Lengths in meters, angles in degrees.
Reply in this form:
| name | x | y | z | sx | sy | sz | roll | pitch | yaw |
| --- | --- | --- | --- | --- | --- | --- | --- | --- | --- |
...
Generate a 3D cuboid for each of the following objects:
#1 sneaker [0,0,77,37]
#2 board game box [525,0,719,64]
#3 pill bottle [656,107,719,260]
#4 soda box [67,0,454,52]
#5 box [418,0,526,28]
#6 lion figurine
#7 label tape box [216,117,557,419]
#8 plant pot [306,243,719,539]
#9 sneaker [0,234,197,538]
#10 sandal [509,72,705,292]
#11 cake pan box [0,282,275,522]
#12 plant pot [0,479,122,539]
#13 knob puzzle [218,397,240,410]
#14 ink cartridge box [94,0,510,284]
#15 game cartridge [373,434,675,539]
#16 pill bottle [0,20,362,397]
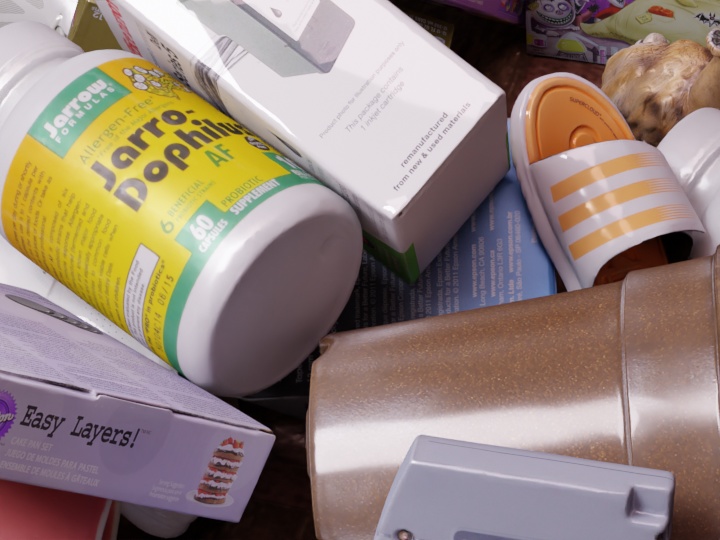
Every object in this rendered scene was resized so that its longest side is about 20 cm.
| name | x | y | z | sx | sy | sz | roll | pitch | yaw |
| --- | --- | --- | --- | --- | --- | --- | --- | --- | --- |
| sneaker | -0.139 | -0.119 | 1.673 | 0.200 | 0.076 | 0.115 | 5 | 45 | 5 |
| board game box | 0.191 | -0.156 | 1.659 | 0.200 | 0.120 | 0.032 | 8 | 48 | 12 |
| pill bottle | 0.239 | -0.003 | 1.517 | 0.200 | 0.111 | 0.111 | 33 | 56 | 29 |
| soda box | -0.056 | -0.123 | 1.619 | 0.200 | 0.064 | 0.068 | 18 | 56 | -8 |
| box | 0.011 | -0.176 | 1.657 | 0.137 | 0.200 | 0.039 | 16 | 94 | 18 |
| lion figurine | 0.227 | -0.079 | 1.609 | 0.200 | 0.123 | 0.072 | 28 | 52 | 7 |
| label tape box | 0.000 | 0.000 | 1.522 | 0.200 | 0.066 | 0.143 | -2 | 77 | 4 |
| plant pot | 0.085 | 0.095 | 1.392 | 0.198 | 0.200 | 0.200 | -6 | 46 | 10 |
| sneaker | -0.124 | 0.031 | 1.469 | 0.088 | 0.075 | 0.200 | -45 | 75 | 15 |
| sandal | 0.142 | -0.005 | 1.484 | 0.079 | 0.059 | 0.207 | -21 | 92 | -37 |
| cake pan box | -0.165 | 0.043 | 1.313 | 0.184 | 0.200 | 0.052 | 25 | 95 | 39 |
| plant pot | -0.209 | 0.141 | 1.369 | 0.177 | 0.200 | 0.200 | 11 | 47 | -1 |
| knob puzzle | -0.166 | 0.019 | 1.543 | 0.220 | 0.030 | 0.220 | 1 | 71 | -3 |
| ink cartridge box | -0.029 | -0.098 | 1.439 | 0.200 | 0.146 | 0.084 | 39 | 83 | 11 |
| game cartridge | 0.065 | 0.166 | 1.313 | 0.133 | 0.200 | 0.041 | 7 | 29 | 7 |
| pill bottle | -0.106 | -0.036 | 1.416 | 0.200 | 0.113 | 0.113 | 36 | 58 | 28 |
